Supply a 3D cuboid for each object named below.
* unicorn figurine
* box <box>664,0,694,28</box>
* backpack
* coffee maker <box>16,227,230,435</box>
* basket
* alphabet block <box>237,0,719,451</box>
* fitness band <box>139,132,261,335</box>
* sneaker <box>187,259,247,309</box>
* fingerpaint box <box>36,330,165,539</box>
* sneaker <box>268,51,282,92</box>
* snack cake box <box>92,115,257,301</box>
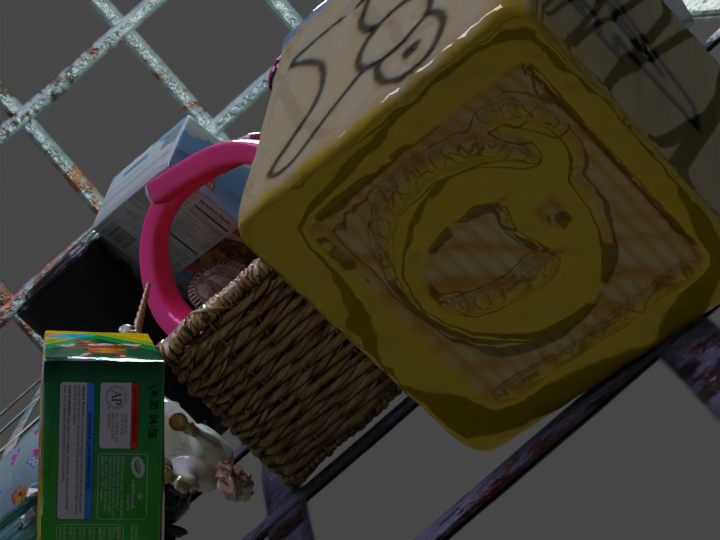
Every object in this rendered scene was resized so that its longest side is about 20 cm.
[{"bbox_3d":[-0.148,0.099,1.209,0.074,0.200,0.137,-39,-16,7],"label":"unicorn figurine"},{"bbox_3d":[0.128,-0.230,1.435,0.200,0.200,0.171,-34,-6,41],"label":"box"},{"bbox_3d":[-0.225,0.189,1.284,0.200,0.127,0.167,-42,12,12],"label":"backpack"},{"bbox_3d":[-0.185,0.058,1.470,0.135,0.200,0.192,-44,9,6],"label":"coffee maker"},{"bbox_3d":[-0.036,0.013,1.149,0.200,0.149,0.143,-41,28,2],"label":"basket"},{"bbox_3d":[0.073,-0.065,0.900,0.195,0.196,0.201,-38,23,28],"label":"alphabet block"},{"bbox_3d":[-0.098,-0.020,1.290,0.199,0.145,0.037,-25,-9,40],"label":"fitness band"},{"bbox_3d":[-0.056,0.072,1.366,0.071,0.113,0.200,-40,39,-11],"label":"sneaker"},{"bbox_3d":[-0.156,0.143,1.020,0.073,0.202,0.167,1,2,-11],"label":"fingerpaint box"},{"bbox_3d":[0.021,-0.132,1.349,0.075,0.198,0.081,-60,-18,-55],"label":"sneaker"},{"bbox_3d":[-0.110,-0.025,1.438,0.115,0.200,0.067,-33,28,38],"label":"snack cake box"}]
